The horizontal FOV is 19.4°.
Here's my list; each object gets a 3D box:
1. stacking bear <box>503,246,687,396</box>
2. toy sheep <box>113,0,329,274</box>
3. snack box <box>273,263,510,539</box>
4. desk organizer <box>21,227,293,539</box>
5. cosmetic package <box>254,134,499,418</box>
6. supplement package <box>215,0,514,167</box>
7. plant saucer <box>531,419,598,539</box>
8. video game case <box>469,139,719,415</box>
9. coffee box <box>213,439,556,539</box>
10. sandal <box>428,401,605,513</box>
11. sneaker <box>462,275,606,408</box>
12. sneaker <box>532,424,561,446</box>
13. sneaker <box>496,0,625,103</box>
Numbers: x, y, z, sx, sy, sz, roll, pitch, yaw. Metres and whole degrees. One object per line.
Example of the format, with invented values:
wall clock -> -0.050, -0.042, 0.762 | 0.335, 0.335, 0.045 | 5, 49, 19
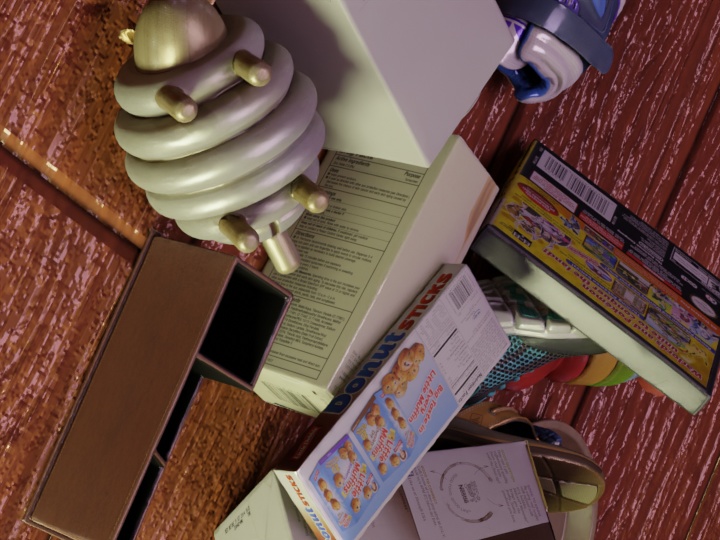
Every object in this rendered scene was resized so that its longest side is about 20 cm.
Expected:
stacking bear -> 0.167, 0.043, 1.633 | 0.199, 0.122, 0.114 | -10, 154, -36
toy sheep -> -0.082, -0.080, 1.273 | 0.138, 0.137, 0.201 | -40, 122, -36
snack box -> 0.024, 0.087, 1.364 | 0.200, 0.024, 0.072 | -49, 123, -32
desk organizer -> -0.124, 0.084, 1.315 | 0.072, 0.077, 0.201 | 36, 73, -49
cosmetic package -> 0.000, 0.000, 1.421 | 0.201, 0.105, 0.071 | -60, 140, -16
supplement package -> -0.008, -0.181, 1.342 | 0.121, 0.119, 0.200 | -55, 137, -26
plant saucer -> 0.125, 0.216, 1.696 | 0.200, 0.029, 0.201 | -19, 115, -46
video game case -> 0.183, 0.001, 1.544 | 0.026, 0.200, 0.181 | -52, -178, 28
coffee box -> 0.017, 0.181, 1.425 | 0.199, 0.114, 0.080 | -4, 65, -28
sandal -> 0.083, 0.122, 1.512 | 0.080, 0.199, 0.054 | 105, 0, -56
sneaker -> 0.091, 0.057, 1.529 | 0.199, 0.078, 0.092 | 0, 120, -9
sneaker -> 0.076, 0.192, 1.581 | 0.200, 0.077, 0.085 | -35, 122, -18
sneaker -> 0.130, -0.218, 1.529 | 0.147, 0.080, 0.201 | -52, 141, -32
